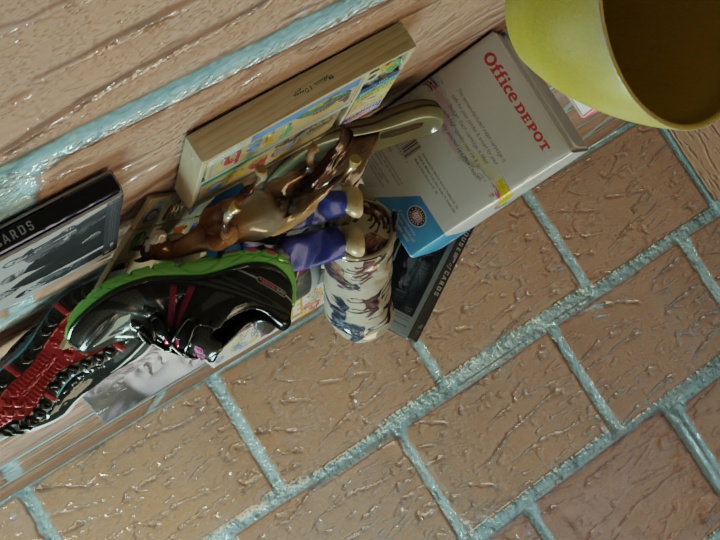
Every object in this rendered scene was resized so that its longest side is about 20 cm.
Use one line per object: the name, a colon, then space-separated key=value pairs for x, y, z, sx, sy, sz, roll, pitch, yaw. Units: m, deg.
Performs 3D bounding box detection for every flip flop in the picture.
flip flop: x=-0.007 y=-0.109 z=1.093 sx=0.200 sy=0.058 sz=0.081 roll=-20 pitch=172 yaw=-12

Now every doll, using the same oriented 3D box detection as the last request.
doll: x=-0.093 y=-0.033 z=1.024 sx=0.200 sy=0.137 sz=0.048 roll=-14 pitch=-155 yaw=-28

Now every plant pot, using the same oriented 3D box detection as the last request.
plant pot: x=0.197 y=-0.208 z=0.873 sx=0.200 sy=0.200 sz=0.142 roll=-30 pitch=-158 yaw=-32

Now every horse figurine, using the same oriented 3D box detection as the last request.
horse figurine: x=-0.081 y=-0.058 z=0.948 sx=0.200 sy=0.050 sz=0.133 roll=-28 pitch=173 yaw=-39

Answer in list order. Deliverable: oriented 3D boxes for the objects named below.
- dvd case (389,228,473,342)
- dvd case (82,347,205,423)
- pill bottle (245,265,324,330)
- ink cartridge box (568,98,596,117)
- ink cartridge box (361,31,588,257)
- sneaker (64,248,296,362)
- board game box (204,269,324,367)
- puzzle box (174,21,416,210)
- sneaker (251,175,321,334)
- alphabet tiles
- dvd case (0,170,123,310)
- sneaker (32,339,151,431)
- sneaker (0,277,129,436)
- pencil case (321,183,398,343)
dvd case: x=0.052 y=-0.033 z=1.347 sx=0.025 sy=0.150 sz=0.200 roll=28 pitch=88 yaw=-52
dvd case: x=-0.264 y=0.098 z=1.400 sx=0.200 sy=0.016 sz=0.149 roll=-32 pitch=140 yaw=-8
pill bottle: x=-0.113 y=-0.006 z=1.230 sx=0.200 sy=0.111 sz=0.111 roll=-31 pitch=175 yaw=-25
ink cartridge box: x=0.402 y=-0.313 z=1.637 sx=0.200 sy=0.083 sz=0.146 roll=-28 pitch=174 yaw=-41
ink cartridge box: x=0.114 y=-0.132 z=1.198 sx=0.200 sy=0.147 sz=0.146 roll=-33 pitch=175 yaw=19
sneaker: x=-0.150 y=0.039 z=0.942 sx=0.200 sy=0.084 sz=0.077 roll=-13 pitch=164 yaw=-1
board game box: x=-0.136 y=0.025 z=1.324 sx=0.200 sy=0.134 sz=0.034 roll=-30 pitch=136 yaw=-34
puzzle box: x=-0.056 y=-0.121 z=0.911 sx=0.200 sy=0.025 sz=0.133 roll=-31 pitch=176 yaw=-17
sneaker: x=-0.088 y=-0.041 z=1.143 sx=0.200 sy=0.086 sz=0.080 roll=-60 pitch=167 yaw=-23
alphabet tiles: x=-0.177 y=-0.012 z=1.036 sx=0.167 sy=0.008 sz=0.200 roll=-55 pitch=167 yaw=21
dvd case: x=-0.267 y=0.004 z=0.820 sx=0.200 sy=0.025 sz=0.150 roll=-30 pitch=175 yaw=-19
sneaker: x=-0.324 y=0.101 z=1.264 sx=0.200 sy=0.073 sz=0.112 roll=-36 pitch=171 yaw=-17
sneaker: x=-0.300 y=0.067 z=1.112 sx=0.200 sy=0.079 sz=0.096 roll=-41 pitch=-154 yaw=-1
pencil case: x=0.000 y=0.000 z=1.197 sx=0.090 sy=0.078 sz=0.200 roll=-59 pitch=165 yaw=-27
